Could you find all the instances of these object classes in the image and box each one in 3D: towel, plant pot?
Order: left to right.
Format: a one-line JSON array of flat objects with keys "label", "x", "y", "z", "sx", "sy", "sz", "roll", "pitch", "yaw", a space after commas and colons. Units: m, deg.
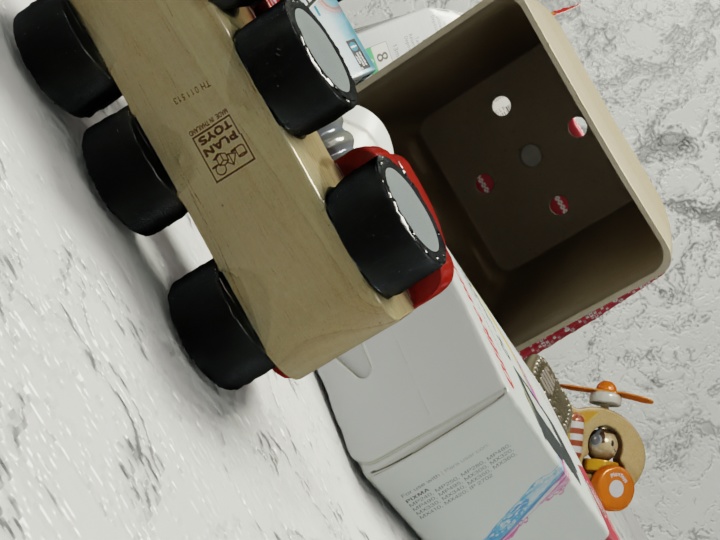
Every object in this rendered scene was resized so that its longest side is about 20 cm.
[{"label": "plant pot", "x": 0.095, "y": -0.065, "z": 1.109, "sx": 0.201, "sy": 0.199, "sz": 0.177, "roll": 58, "pitch": 24, "yaw": -2}, {"label": "towel", "x": 0.112, "y": -0.009, "z": 1.224, "sx": 0.146, "sy": 0.199, "sz": 0.022, "roll": 58, "pitch": 21, "yaw": 2}]

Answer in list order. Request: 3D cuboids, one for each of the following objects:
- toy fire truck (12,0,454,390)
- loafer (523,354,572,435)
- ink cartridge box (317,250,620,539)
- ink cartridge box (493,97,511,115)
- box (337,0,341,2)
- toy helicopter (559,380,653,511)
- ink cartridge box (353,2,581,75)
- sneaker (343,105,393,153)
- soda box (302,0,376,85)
[{"label": "toy fire truck", "x": -0.042, "y": -0.050, "z": 0.662, "sx": 0.177, "sy": 0.128, "sz": 0.200, "roll": 59, "pitch": 16, "yaw": 1}, {"label": "loafer", "x": 0.091, "y": 0.118, "z": 1.066, "sx": 0.076, "sy": 0.068, "sz": 0.200, "roll": 57, "pitch": 22, "yaw": -1}, {"label": "ink cartridge box", "x": 0.054, "y": 0.082, "z": 0.856, "sx": 0.200, "sy": 0.082, "sz": 0.147, "roll": 53, "pitch": 10, "yaw": -47}, {"label": "ink cartridge box", "x": 0.081, "y": -0.063, "z": 1.336, "sx": 0.201, "sy": 0.146, "sz": 0.145, "roll": 58, "pitch": -6, "yaw": -10}, {"label": "box", "x": -0.051, "y": -0.274, "z": 1.206, "sx": 0.160, "sy": 0.199, "sz": 0.046, "roll": 57, "pitch": 46, "yaw": -16}, {"label": "toy helicopter", "x": 0.225, "y": 0.154, "z": 1.710, "sx": 0.200, "sy": 0.133, "sz": 0.079, "roll": 40, "pitch": -19, "yaw": -13}, {"label": "ink cartridge box", "x": 0.044, "y": -0.179, "z": 1.234, "sx": 0.161, "sy": 0.198, "sz": 0.051, "roll": 3, "pitch": -63, "yaw": 67}, {"label": "sneaker", "x": 0.000, "y": 0.000, "z": 0.979, "sx": 0.201, "sy": 0.072, "sz": 0.085, "roll": 64, "pitch": 36, "yaw": -41}, {"label": "soda box", "x": -0.075, "y": -0.200, "z": 1.112, "sx": 0.068, "sy": 0.063, "sz": 0.202, "roll": -25, "pitch": 84, "yaw": -45}]
